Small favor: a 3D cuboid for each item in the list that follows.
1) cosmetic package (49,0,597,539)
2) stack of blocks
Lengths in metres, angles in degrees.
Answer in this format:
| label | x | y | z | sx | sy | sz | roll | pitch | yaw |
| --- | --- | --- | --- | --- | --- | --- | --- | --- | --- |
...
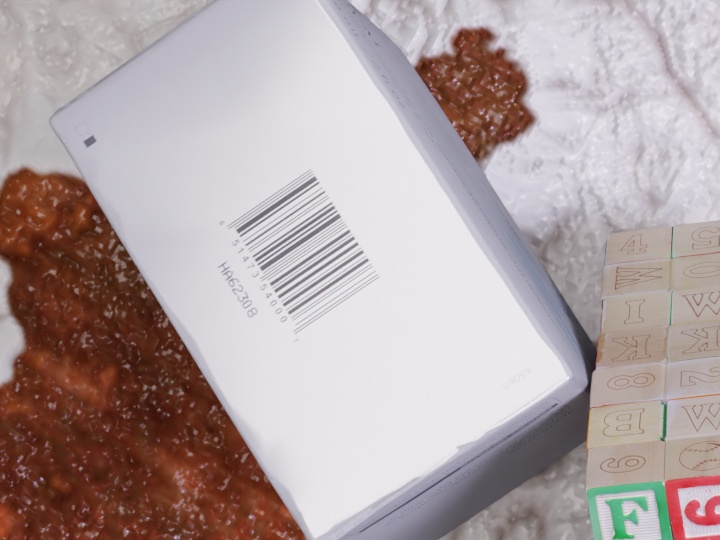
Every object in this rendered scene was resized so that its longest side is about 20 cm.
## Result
| label | x | y | z | sx | sy | sz | roll | pitch | yaw |
| --- | --- | --- | --- | --- | --- | --- | --- | --- | --- |
| cosmetic package | 0.000 | 0.000 | 1.105 | 0.123 | 0.200 | 0.200 | -34 | 79 | 6 |
| stack of blocks | 0.130 | 0.077 | 1.071 | 0.058 | 0.200 | 0.115 | -7 | 118 | 11 |
